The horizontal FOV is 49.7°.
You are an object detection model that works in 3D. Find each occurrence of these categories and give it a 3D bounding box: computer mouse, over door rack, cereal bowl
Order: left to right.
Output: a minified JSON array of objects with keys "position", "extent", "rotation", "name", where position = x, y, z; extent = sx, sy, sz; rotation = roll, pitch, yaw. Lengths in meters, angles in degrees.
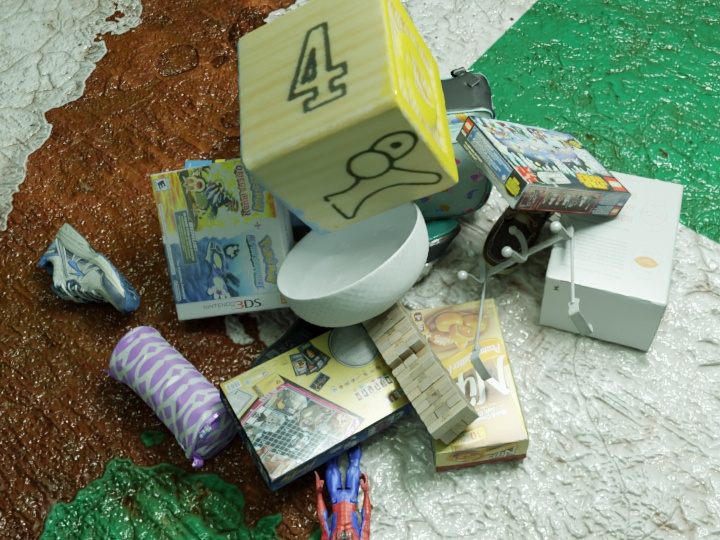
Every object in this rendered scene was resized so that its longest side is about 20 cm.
[{"position":[-0.065,0.119,1.012],"extent":[0.138,0.053,0.199],"rotation":[37,56,20],"name":"computer mouse"},{"position":[0.000,0.000,0.960],"extent":[0.197,0.084,0.202],"rotation":[-24,28,14],"name":"cereal bowl"},{"position":[0.192,0.013,0.935],"extent":[0.146,0.067,0.203],"rotation":[-29,33,29],"name":"over door rack"}]

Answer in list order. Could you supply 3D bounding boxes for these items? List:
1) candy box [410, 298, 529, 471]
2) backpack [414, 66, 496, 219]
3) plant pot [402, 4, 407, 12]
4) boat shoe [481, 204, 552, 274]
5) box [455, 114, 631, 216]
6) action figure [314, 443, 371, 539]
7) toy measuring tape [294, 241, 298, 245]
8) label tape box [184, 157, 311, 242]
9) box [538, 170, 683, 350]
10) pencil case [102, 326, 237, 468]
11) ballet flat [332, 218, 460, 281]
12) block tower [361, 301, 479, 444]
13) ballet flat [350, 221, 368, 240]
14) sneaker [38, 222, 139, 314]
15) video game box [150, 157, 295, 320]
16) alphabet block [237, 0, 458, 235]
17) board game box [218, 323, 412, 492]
[{"position":[0.132,0.139,0.971],"extent":[0.112,0.056,0.203],"rotation":[-9,53,1],"name":"candy box"},{"position":[0.111,-0.159,1.099],"extent":[0.171,0.202,0.156],"rotation":[-6,56,6],"name":"backpack"},{"position":[-0.004,-0.272,1.173],"extent":[0.195,0.201,0.203],"rotation":[-11,40,10],"name":"plant pot"},{"position":[0.236,-0.083,1.110],"extent":[0.071,0.073,0.200],"rotation":[30,62,24],"name":"boat shoe"},{"position":[0.230,-0.129,0.971],"extent":[0.196,0.040,0.138],"rotation":[0,44,-36],"name":"box"},{"position":[-0.020,0.258,0.909],"extent":[0.064,0.052,0.204],"rotation":[-2,56,-2],"name":"action figure"},{"position":[-0.133,-0.018,1.086],"extent":[0.196,0.074,0.075],"rotation":[24,57,0],"name":"toy measuring tape"},{"position":[-0.168,-0.098,1.166],"extent":[0.195,0.064,0.147],"rotation":[-3,54,3],"name":"label tape box"},{"position":[0.332,-0.021,1.034],"extent":[0.149,0.107,0.203],"rotation":[14,57,16],"name":"box"},{"position":[-0.237,0.156,0.985],"extent":[0.199,0.084,0.086],"rotation":[38,88,29],"name":"pencil case"},{"position":[0.051,-0.013,1.083],"extent":[0.196,0.074,0.074],"rotation":[-19,54,-8],"name":"ballet flat"},{"position":[0.068,0.115,0.930],"extent":[0.054,0.058,0.201],"rotation":[-39,45,6],"name":"block tower"},{"position":[-0.020,-0.097,1.129],"extent":[0.065,0.058,0.200],"rotation":[-19,31,-12],"name":"ballet flat"},{"position":[-0.391,0.017,1.111],"extent":[0.198,0.078,0.085],"rotation":[33,73,34],"name":"sneaker"},{"position":[-0.178,-0.043,1.039],"extent":[0.178,0.205,0.047],"rotation":[-8,8,17],"name":"video game box"},{"position":[-0.015,-0.190,0.927],"extent":[0.196,0.195,0.201],"rotation":[-18,62,21],"name":"alphabet block"},{"position":[-0.052,0.155,0.930],"extent":[0.197,0.035,0.136],"rotation":[-24,60,-24],"name":"board game box"}]
